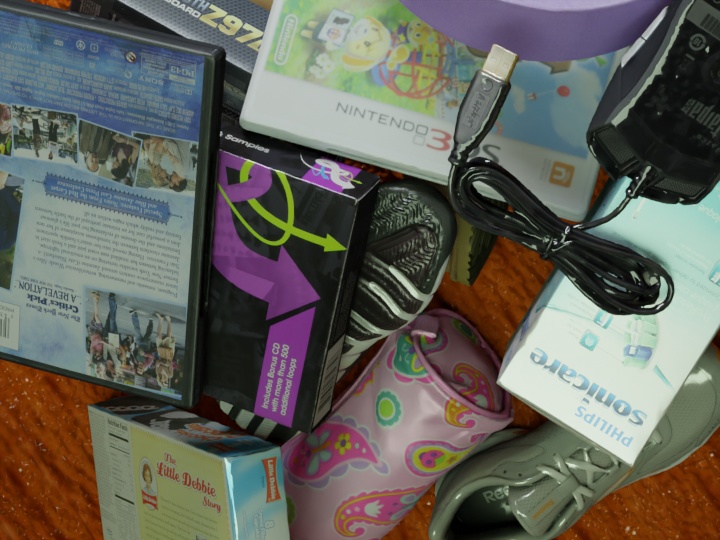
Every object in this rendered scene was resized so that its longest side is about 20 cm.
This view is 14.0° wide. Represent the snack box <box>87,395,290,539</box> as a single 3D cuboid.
[{"bbox_3d":[-0.095,0.141,1.645,0.037,0.200,0.116,-10,101,-25],"label":"snack box"}]

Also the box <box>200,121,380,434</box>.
[{"bbox_3d":[-0.098,-0.013,1.517,0.200,0.036,0.143,20,120,15],"label":"box"}]

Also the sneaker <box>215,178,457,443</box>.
[{"bbox_3d":[0.000,0.000,1.574,0.076,0.116,0.200,43,129,0],"label":"sneaker"}]

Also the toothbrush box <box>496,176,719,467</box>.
[{"bbox_3d":[0.157,-0.013,1.510,0.085,0.146,0.200,32,97,1],"label":"toothbrush box"}]

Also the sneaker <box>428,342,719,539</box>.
[{"bbox_3d":[0.123,0.109,1.627,0.200,0.092,0.076,-33,101,24],"label":"sneaker"}]

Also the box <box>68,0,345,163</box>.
[{"bbox_3d":[-0.091,-0.066,1.590,0.158,0.051,0.200,29,139,10],"label":"box"}]

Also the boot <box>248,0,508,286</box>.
[{"bbox_3d":[-0.015,-0.091,1.599,0.200,0.066,0.175,18,132,18],"label":"boot"}]

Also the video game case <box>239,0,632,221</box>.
[{"bbox_3d":[0.052,-0.144,1.491,0.182,0.022,0.200,16,81,0],"label":"video game case"}]

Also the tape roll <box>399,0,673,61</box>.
[{"bbox_3d":[0.092,-0.207,1.453,0.200,0.200,0.066,25,160,4],"label":"tape roll"}]

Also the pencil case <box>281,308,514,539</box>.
[{"bbox_3d":[-0.003,0.109,1.665,0.087,0.087,0.200,44,118,-6],"label":"pencil case"}]

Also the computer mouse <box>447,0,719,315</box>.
[{"bbox_3d":[0.127,-0.088,1.402,0.140,0.046,0.200,26,106,-14],"label":"computer mouse"}]

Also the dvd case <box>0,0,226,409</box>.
[{"bbox_3d":[-0.141,-0.035,1.494,0.143,0.018,0.200,14,117,17],"label":"dvd case"}]
